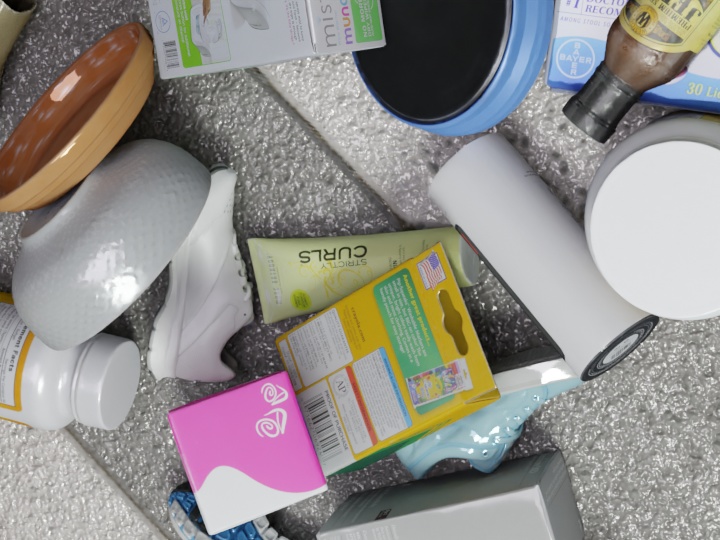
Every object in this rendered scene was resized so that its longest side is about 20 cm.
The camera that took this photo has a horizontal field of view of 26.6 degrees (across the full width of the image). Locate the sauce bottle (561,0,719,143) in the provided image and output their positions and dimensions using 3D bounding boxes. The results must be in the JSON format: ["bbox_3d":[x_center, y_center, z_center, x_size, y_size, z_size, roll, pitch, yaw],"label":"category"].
[{"bbox_3d":[0.220,-0.178,1.074,0.065,0.065,0.200,38,108,8],"label":"sauce bottle"}]

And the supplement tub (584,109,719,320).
[{"bbox_3d":[0.245,-0.043,1.125,0.145,0.200,0.146,3,101,17],"label":"supplement tub"}]

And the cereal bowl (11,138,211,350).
[{"bbox_3d":[-0.221,-0.036,1.267,0.200,0.200,0.083,-39,112,19],"label":"cereal bowl"}]

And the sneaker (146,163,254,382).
[{"bbox_3d":[-0.129,0.005,1.329,0.087,0.075,0.201,12,106,-2],"label":"sneaker"}]

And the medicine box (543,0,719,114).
[{"bbox_3d":[0.246,-0.226,1.145,0.182,0.103,0.201,10,103,15],"label":"medicine box"}]

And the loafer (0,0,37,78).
[{"bbox_3d":[-0.329,-0.223,1.339,0.067,0.076,0.201,15,104,21],"label":"loafer"}]

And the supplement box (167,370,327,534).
[{"bbox_3d":[-0.094,0.145,1.249,0.103,0.200,0.102,-19,88,-5],"label":"supplement box"}]

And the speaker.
[{"bbox_3d":[0.142,-0.014,1.200,0.081,0.081,0.200,-45,70,19],"label":"speaker"}]

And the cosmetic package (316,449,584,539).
[{"bbox_3d":[0.078,0.221,1.273,0.199,0.107,0.090,-18,94,17],"label":"cosmetic package"}]

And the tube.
[{"bbox_3d":[0.000,0.000,1.291,0.199,0.052,0.058,-6,59,22],"label":"tube"}]

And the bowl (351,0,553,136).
[{"bbox_3d":[0.063,-0.205,1.189,0.200,0.039,0.201,9,102,47],"label":"bowl"}]

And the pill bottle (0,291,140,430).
[{"bbox_3d":[-0.304,0.080,1.365,0.199,0.111,0.111,12,103,15],"label":"pill bottle"}]

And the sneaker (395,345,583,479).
[{"bbox_3d":[0.115,0.121,1.266,0.200,0.074,0.082,-22,93,31],"label":"sneaker"}]

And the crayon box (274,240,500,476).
[{"bbox_3d":[0.030,0.073,1.233,0.200,0.051,0.126,-31,72,38],"label":"crayon box"}]

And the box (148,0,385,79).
[{"bbox_3d":[-0.087,-0.264,1.216,0.176,0.097,0.201,-3,99,39],"label":"box"}]

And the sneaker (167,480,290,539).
[{"bbox_3d":[-0.096,0.265,1.357,0.200,0.075,0.087,35,141,21],"label":"sneaker"}]

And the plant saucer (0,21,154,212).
[{"bbox_3d":[-0.240,-0.123,1.279,0.200,0.200,0.037,-39,117,19],"label":"plant saucer"}]
